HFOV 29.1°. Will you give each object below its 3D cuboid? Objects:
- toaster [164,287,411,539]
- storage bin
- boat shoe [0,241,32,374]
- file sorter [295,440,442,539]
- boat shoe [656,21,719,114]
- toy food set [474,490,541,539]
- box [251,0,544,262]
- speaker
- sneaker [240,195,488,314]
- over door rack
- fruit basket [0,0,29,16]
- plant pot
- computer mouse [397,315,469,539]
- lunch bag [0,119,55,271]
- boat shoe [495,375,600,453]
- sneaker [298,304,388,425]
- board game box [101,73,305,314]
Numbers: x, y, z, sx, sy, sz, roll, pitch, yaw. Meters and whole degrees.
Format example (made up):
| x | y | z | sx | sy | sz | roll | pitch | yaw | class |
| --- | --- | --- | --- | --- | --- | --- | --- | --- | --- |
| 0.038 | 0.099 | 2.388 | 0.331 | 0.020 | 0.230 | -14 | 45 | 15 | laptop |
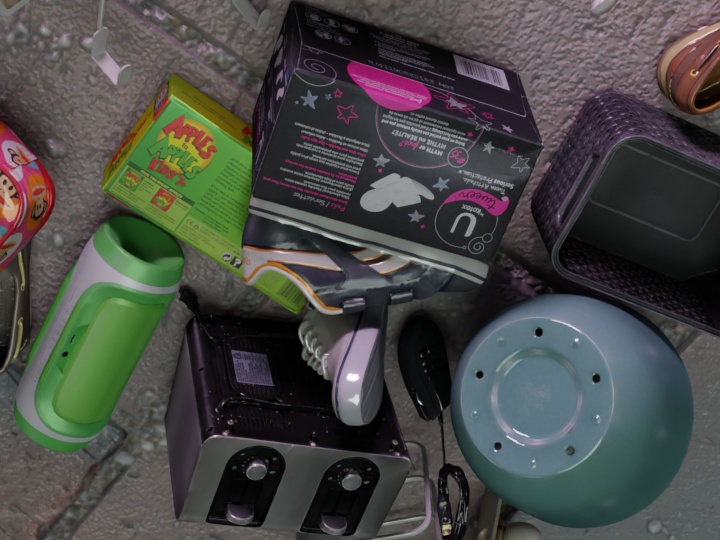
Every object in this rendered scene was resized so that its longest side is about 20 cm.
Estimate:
| x | y | z | sx | sy | sz | roll | pitch | yaw | class |
| --- | --- | --- | --- | --- | --- | --- | --- | --- | --- |
| -0.071 | 0.128 | 1.180 | 0.179 | 0.201 | 0.120 | 9 | 121 | -20 | toaster |
| 0.258 | -0.045 | 1.161 | 0.198 | 0.094 | 0.136 | 21 | 116 | -15 | storage bin |
| -0.306 | -0.009 | 1.142 | 0.071 | 0.060 | 0.202 | 0 | 119 | -5 | boat shoe |
| 0.022 | 0.276 | 1.286 | 0.123 | 0.139 | 0.202 | -11 | 120 | 6 | file sorter |
| 0.333 | -0.187 | 1.102 | 0.199 | 0.068 | 0.072 | -33 | 117 | 13 | boat shoe |
| 0.172 | 0.319 | 1.321 | 0.060 | 0.144 | 0.200 | -25 | 121 | 34 | toy food set |
| 0.022 | -0.107 | 1.080 | 0.198 | 0.133 | 0.116 | 16 | 120 | -14 | box |
| -0.223 | 0.055 | 1.174 | 0.088 | 0.089 | 0.201 | 23 | 115 | -18 | speaker |
| 0.000 | 0.000 | 1.108 | 0.198 | 0.078 | 0.080 | 15 | 92 | -6 | sneaker |
| -0.133 | -0.247 | 0.981 | 0.147 | 0.066 | 0.201 | -29 | 144 | -32 | over door rack |
| -0.215 | -0.295 | 0.963 | 0.199 | 0.094 | 0.186 | -29 | 134 | 2 | fruit basket |
| 0.163 | 0.111 | 1.145 | 0.200 | 0.202 | 0.161 | -34 | 160 | 14 | plant pot |
| 0.060 | 0.139 | 1.215 | 0.034 | 0.058 | 0.203 | -4 | 79 | -29 | computer mouse |
| -0.351 | -0.066 | 1.061 | 0.176 | 0.082 | 0.200 | -43 | 90 | 16 | lunch bag |
| 0.188 | 0.129 | 1.263 | 0.070 | 0.072 | 0.201 | 29 | 113 | -20 | boat shoe |
| -0.016 | 0.066 | 1.137 | 0.070 | 0.200 | 0.074 | 0 | 112 | 5 | sneaker |
| -0.101 | -0.060 | 1.142 | 0.199 | 0.048 | 0.102 | 33 | 111 | -22 | board game box |
